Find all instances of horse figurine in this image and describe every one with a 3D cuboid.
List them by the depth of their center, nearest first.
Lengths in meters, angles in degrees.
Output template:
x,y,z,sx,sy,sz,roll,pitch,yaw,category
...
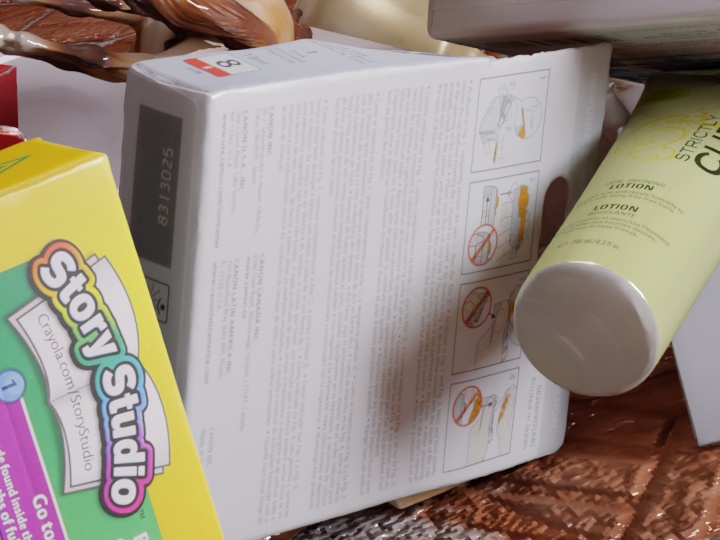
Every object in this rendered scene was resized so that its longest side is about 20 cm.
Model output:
x,y,z,sx,sy,sz,roll,pitch,yaw,category
-0.071,-0.085,0.989,0.132,0.050,0.200,9,0,-10,horse figurine

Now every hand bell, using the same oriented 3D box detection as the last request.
x,y,z,sx,sy,sz,roll,pitch,yaw,category
0.067,-0.078,1.238,0.199,0.104,0.104,25,23,3,hand bell

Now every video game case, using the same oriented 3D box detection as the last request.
x,y,z,sx,sy,sz,roll,pitch,yaw,category
0.157,-0.087,1.026,0.182,0.022,0.199,7,-5,-44,video game case

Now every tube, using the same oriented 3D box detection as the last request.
x,y,z,sx,sy,sz,roll,pitch,yaw,category
0.108,-0.028,0.976,0.052,0.058,0.200,-52,-1,37,tube

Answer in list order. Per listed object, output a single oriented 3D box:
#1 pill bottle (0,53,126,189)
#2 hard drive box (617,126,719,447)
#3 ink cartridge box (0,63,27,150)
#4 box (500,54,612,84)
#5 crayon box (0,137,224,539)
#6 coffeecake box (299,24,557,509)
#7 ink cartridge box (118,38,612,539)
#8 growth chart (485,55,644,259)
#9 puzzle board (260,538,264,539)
x,y,z,sx,sy,sz,roll,pitch,yaw,category
-0.139,-0.008,1.182,0.113,0.113,0.200,-20,-14,-16,pill bottle
0.188,-0.016,1.081,0.155,0.077,0.200,-15,16,5,hard drive box
-0.192,-0.021,1.043,0.199,0.117,0.067,10,23,24,ink cartridge box
0.148,-0.078,1.264,0.035,0.111,0.200,-27,20,-36,box
-0.129,0.085,0.814,0.172,0.201,0.058,-24,17,-27,crayon box
-0.011,-0.010,1.106,0.073,0.154,0.200,-20,17,-18,coffeecake box
0.000,0.000,0.966,0.050,0.163,0.200,19,21,39,ink cartridge box
0.052,-0.043,1.224,0.199,0.145,0.018,-10,49,25,growth chart
-0.128,0.094,0.971,0.199,0.017,0.150,4,0,-41,puzzle board
